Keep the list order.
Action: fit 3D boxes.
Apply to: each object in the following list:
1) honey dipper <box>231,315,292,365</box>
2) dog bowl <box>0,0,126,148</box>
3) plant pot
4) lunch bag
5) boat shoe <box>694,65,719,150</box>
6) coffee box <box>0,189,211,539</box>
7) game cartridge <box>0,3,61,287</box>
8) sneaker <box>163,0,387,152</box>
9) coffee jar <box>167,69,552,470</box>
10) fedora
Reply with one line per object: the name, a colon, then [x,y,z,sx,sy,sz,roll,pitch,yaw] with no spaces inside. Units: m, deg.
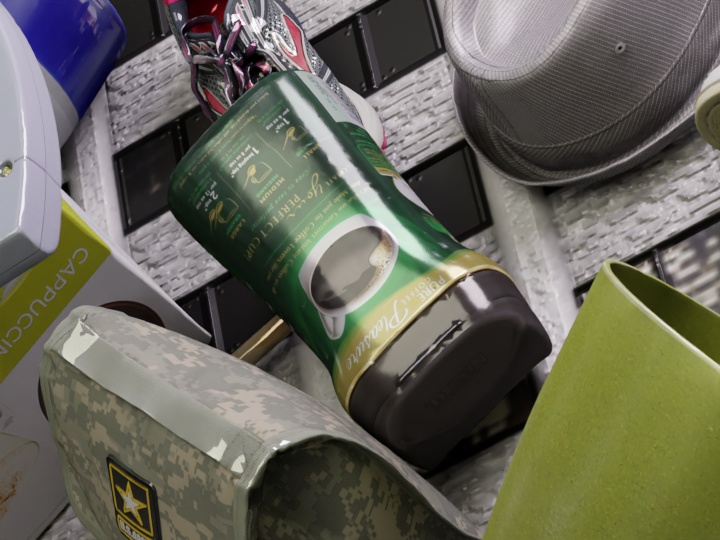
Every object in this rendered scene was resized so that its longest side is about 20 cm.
honey dipper: [-0.056,0.043,1.485,0.200,0.038,0.038,-41,45,1]
dog bowl: [-0.235,-0.154,1.631,0.200,0.200,0.079,21,72,43]
plant pot: [0.125,0.131,1.203,0.201,0.187,0.187,-57,44,9]
lunch bag: [-0.051,0.106,1.318,0.164,0.200,0.118,31,81,44]
boat shoe: [0.252,-0.107,1.330,0.199,0.075,0.069,-15,47,20]
coffee box: [-0.241,0.019,1.521,0.200,0.198,0.200,-48,47,-2]
game cartridge: [-0.212,-0.057,1.391,0.133,0.042,0.201,-28,49,10]
sneaker: [-0.056,-0.099,1.548,0.081,0.075,0.200,-42,46,5]
coffee jar: [0.000,0.000,1.403,0.104,0.085,0.200,-44,61,4]
fedora: [0.113,-0.143,1.438,0.200,0.090,0.177,-51,45,-3]
